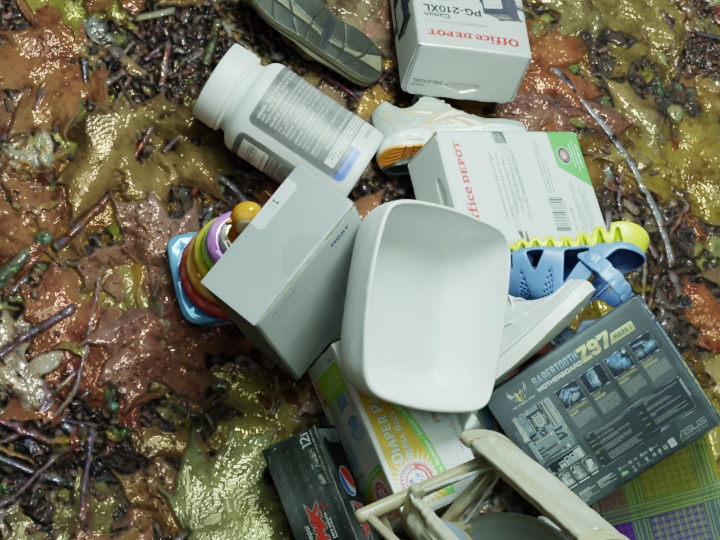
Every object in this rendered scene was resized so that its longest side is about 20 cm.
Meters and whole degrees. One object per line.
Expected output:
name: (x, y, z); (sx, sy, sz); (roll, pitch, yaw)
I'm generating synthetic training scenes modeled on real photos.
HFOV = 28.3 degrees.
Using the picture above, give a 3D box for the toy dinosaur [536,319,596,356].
toy dinosaur: (0.230, 0.099, 1.599); (0.198, 0.105, 0.183); (-18, 49, 12)

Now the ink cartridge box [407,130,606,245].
ink cartridge box: (0.168, -0.079, 1.644); (0.198, 0.084, 0.148); (-1, 66, -28)

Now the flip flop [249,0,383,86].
flip flop: (-0.060, -0.286, 1.700); (0.199, 0.057, 0.082); (35, 59, -18)

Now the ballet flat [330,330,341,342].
ballet flat: (0.000, 0.000, 1.602); (0.071, 0.071, 0.200); (43, 66, 3)

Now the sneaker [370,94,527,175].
sneaker: (0.104, -0.174, 1.694); (0.198, 0.076, 0.093); (-5, 60, -23)

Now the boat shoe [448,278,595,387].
boat shoe: (0.157, 0.065, 1.514); (0.200, 0.072, 0.069); (-42, 77, 17)

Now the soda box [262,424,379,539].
soda box: (-0.029, 0.266, 1.484); (0.070, 0.063, 0.202); (-26, 76, 18)

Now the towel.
towel: (0.328, 0.265, 1.551); (0.142, 0.023, 0.202); (-17, 101, 8)

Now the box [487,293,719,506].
box: (0.253, 0.144, 1.503); (0.199, 0.051, 0.159); (-35, 85, 14)

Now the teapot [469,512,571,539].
teapot: (0.153, 0.358, 1.475); (0.198, 0.147, 0.198); (-17, 39, 3)

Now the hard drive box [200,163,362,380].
hard drive box: (-0.063, 0.007, 1.465); (0.077, 0.200, 0.156); (36, 80, 20)

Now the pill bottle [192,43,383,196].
pill bottle: (-0.083, -0.161, 1.611); (0.199, 0.114, 0.114); (34, 65, -2)

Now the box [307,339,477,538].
box: (0.036, 0.168, 1.525); (0.100, 0.113, 0.202); (-18, 77, -22)

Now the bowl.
bowl: (0.056, 0.037, 1.435); (0.199, 0.074, 0.203); (14, 82, -44)

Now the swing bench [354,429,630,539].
swing bench: (0.137, 0.266, 1.370); (0.199, 0.131, 0.199); (-34, 40, -17)

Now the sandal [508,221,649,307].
sandal: (0.219, 0.009, 1.554); (0.198, 0.080, 0.088); (-15, 53, 17)

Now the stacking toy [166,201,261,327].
stacking toy: (-0.130, -0.024, 1.500); (0.115, 0.200, 0.111); (-11, 73, -19)

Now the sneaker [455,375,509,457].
sneaker: (0.121, 0.108, 1.595); (0.080, 0.076, 0.203); (1, 79, -14)

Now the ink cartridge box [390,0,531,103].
ink cartridge box: (0.116, -0.309, 1.715); (0.143, 0.085, 0.202); (4, 56, -14)
